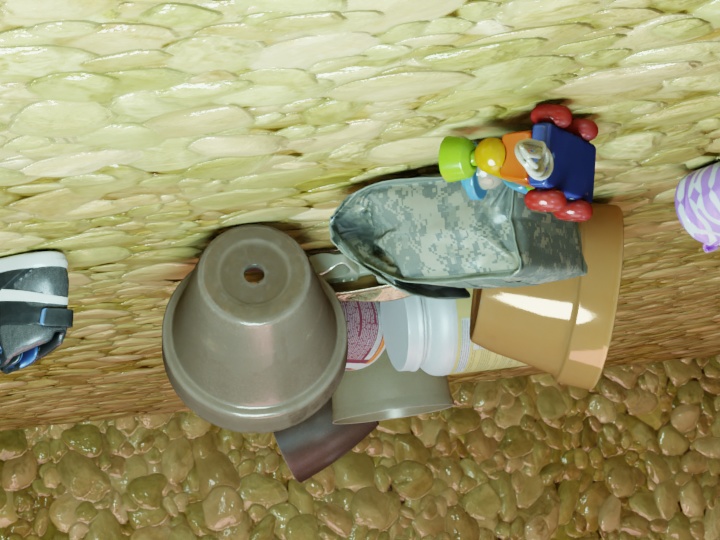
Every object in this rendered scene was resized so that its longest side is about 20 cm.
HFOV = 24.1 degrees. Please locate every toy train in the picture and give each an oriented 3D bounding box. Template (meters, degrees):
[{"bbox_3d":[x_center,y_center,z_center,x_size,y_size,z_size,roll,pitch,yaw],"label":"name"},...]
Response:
[{"bbox_3d":[0.113,-0.092,1.371,0.115,0.085,0.200,2,176,26],"label":"toy train"}]

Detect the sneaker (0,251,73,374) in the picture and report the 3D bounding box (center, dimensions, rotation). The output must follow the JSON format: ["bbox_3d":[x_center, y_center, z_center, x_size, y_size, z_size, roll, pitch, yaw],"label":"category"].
[{"bbox_3d":[-0.381,0.051,1.683,0.199,0.113,0.073,-11,170,19],"label":"sneaker"}]

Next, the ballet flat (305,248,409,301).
[{"bbox_3d":[0.000,0.000,1.869,0.198,0.071,0.065,-12,157,1],"label":"ballet flat"}]

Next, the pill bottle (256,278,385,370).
[{"bbox_3d":[-0.055,0.061,2.035,0.113,0.115,0.200,-12,170,26],"label":"pill bottle"}]

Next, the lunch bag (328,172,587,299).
[{"bbox_3d":[0.089,-0.033,1.578,0.199,0.119,0.164,-5,175,29],"label":"lunch bag"}]

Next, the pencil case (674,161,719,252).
[{"bbox_3d":[0.397,-0.079,1.659,0.083,0.086,0.200,-5,170,-32],"label":"pencil case"}]

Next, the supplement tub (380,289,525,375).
[{"bbox_3d":[0.135,0.049,2.031,0.198,0.147,0.145,-6,171,-15],"label":"supplement tub"}]

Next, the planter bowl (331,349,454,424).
[{"bbox_3d":[0.044,0.166,2.712,0.199,0.136,0.200,-8,172,-1],"label":"planter bowl"}]

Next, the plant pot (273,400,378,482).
[{"bbox_3d":[-0.070,0.316,3.504,0.199,0.188,0.187,-24,169,5],"label":"plant pot"}]

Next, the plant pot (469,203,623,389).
[{"bbox_3d":[0.195,0.019,1.817,0.139,0.202,0.200,8,171,1],"label":"plant pot"}]

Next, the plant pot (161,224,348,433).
[{"bbox_3d":[-0.108,0.044,1.721,0.199,0.202,0.175,-7,154,-7],"label":"plant pot"}]
